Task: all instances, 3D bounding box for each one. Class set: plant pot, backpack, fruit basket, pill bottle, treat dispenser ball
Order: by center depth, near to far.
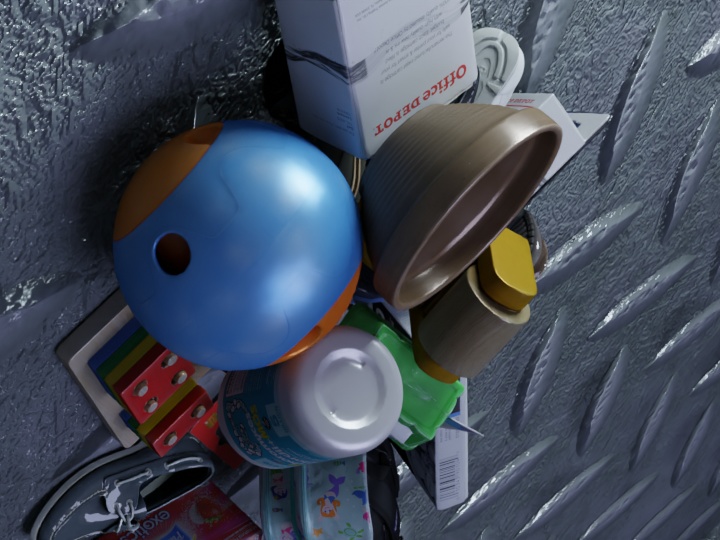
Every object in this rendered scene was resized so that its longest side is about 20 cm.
[{"bbox_3d":[-0.097,-0.021,1.403,0.201,0.201,0.201,-39,153,-24],"label":"treat dispenser ball"},{"bbox_3d":[0.066,-0.071,1.432,0.201,0.093,0.201,-42,165,-14],"label":"plant pot"},{"bbox_3d":[-0.055,0.115,1.530,0.111,0.111,0.200,-37,-172,-29],"label":"pill bottle"},{"bbox_3d":[0.005,0.105,1.675,0.094,0.185,0.200,-58,-160,-17],"label":"fruit basket"},{"bbox_3d":[-0.030,0.224,1.818,0.150,0.178,0.200,-1,154,0],"label":"backpack"}]

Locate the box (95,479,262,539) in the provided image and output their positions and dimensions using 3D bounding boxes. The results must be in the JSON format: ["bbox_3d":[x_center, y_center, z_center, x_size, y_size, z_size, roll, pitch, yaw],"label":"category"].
[{"bbox_3d":[-0.207,0.310,1.795,0.200,0.100,0.096,-30,148,-38],"label":"box"}]

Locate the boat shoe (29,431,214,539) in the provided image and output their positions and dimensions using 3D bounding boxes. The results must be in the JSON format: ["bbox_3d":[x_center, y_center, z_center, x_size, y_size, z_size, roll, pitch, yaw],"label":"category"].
[{"bbox_3d":[-0.225,0.215,1.678,0.200,0.062,0.073,-30,148,-39],"label":"boat shoe"}]

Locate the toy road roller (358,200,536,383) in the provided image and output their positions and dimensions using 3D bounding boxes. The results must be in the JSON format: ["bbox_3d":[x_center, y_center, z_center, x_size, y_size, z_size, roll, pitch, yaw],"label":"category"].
[{"bbox_3d":[0.064,-0.011,1.590,0.146,0.200,0.123,25,123,-24],"label":"toy road roller"}]

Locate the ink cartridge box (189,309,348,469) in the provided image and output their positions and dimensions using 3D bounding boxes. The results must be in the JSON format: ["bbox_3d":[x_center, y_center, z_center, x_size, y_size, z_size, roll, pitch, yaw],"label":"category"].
[{"bbox_3d":[-0.074,0.126,1.834,0.200,0.050,0.161,-50,156,-8],"label":"ink cartridge box"}]

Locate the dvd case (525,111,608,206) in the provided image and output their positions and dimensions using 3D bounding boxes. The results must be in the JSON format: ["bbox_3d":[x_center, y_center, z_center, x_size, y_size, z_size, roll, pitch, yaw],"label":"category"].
[{"bbox_3d":[0.154,-0.097,1.835,0.200,0.143,0.018,-44,112,-15],"label":"dvd case"}]

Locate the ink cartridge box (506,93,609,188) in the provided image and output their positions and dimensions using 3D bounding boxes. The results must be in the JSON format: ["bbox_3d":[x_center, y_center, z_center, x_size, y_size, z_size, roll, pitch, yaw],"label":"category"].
[{"bbox_3d":[0.143,-0.118,1.775,0.200,0.116,0.067,-44,112,-16],"label":"ink cartridge box"}]

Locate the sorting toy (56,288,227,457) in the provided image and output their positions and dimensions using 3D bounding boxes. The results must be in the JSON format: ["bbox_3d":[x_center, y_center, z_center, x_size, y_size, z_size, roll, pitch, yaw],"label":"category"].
[{"bbox_3d":[-0.154,0.066,1.583,0.199,0.070,0.200,-45,155,-15],"label":"sorting toy"}]

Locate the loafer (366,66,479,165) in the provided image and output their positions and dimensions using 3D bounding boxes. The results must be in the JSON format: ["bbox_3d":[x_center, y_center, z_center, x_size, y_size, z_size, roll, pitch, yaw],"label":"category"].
[{"bbox_3d":[0.038,-0.124,1.652,0.201,0.068,0.070,-50,164,7],"label":"loafer"}]

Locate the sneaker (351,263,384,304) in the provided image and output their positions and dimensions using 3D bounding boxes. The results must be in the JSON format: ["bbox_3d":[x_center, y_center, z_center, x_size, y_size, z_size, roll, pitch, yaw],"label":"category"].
[{"bbox_3d":[0.000,0.000,1.722,0.082,0.074,0.200,-19,177,20],"label":"sneaker"}]

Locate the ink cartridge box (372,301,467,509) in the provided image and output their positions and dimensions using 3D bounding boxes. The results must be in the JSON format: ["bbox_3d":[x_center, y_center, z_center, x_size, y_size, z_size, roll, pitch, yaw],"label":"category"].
[{"bbox_3d":[0.051,0.113,1.831,0.043,0.200,0.198,-16,128,-17],"label":"ink cartridge box"}]

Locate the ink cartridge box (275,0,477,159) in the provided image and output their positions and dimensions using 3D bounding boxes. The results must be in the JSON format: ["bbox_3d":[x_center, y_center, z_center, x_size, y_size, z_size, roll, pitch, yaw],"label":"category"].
[{"bbox_3d":[0.011,-0.212,1.406,0.146,0.084,0.200,-37,137,-29],"label":"ink cartridge box"}]

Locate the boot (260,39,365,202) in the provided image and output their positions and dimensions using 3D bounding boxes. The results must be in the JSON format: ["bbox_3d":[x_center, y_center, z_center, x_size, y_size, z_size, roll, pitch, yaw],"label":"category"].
[{"bbox_3d":[-0.054,-0.114,1.518,0.138,0.077,0.200,0,111,-55],"label":"boot"}]

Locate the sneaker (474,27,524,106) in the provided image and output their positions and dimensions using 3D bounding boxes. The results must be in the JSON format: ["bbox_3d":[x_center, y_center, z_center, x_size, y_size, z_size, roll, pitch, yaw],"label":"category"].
[{"bbox_3d":[0.095,-0.143,1.728,0.200,0.076,0.080,-50,165,1],"label":"sneaker"}]

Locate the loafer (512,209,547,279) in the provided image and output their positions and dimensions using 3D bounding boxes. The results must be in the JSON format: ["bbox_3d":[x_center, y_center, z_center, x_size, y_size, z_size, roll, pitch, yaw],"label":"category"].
[{"bbox_3d":[0.156,-0.024,1.809,0.073,0.071,0.200,-37,-160,4],"label":"loafer"}]
